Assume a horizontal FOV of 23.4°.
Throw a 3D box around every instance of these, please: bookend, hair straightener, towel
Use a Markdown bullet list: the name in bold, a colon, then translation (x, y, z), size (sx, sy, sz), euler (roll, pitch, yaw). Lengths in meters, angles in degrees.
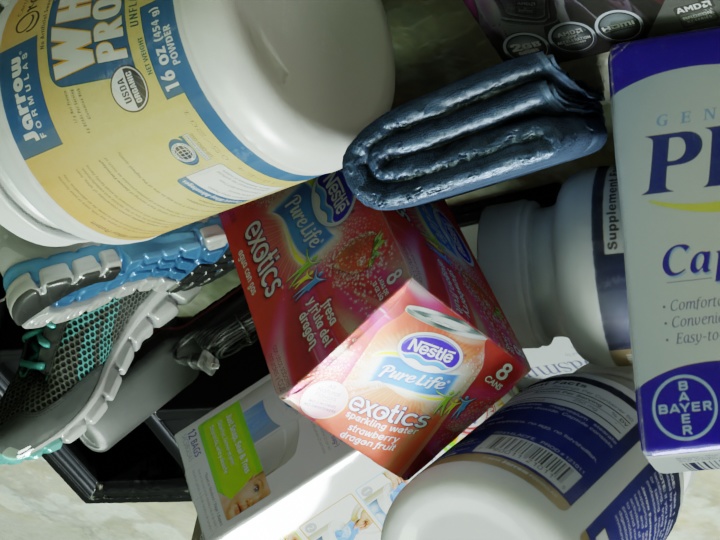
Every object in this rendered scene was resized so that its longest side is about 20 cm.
- **bookend**: translation (-0.134, 0.072, 1.186), size (0.199, 0.092, 0.199), euler (-4, 144, 20)
- **hair straightener**: translation (-0.091, 0.051, 1.088), size (0.199, 0.077, 0.041), euler (-30, 116, -9)
- **towel**: translation (0.061, -0.067, 0.859), size (0.111, 0.049, 0.200), euler (-18, -179, 14)

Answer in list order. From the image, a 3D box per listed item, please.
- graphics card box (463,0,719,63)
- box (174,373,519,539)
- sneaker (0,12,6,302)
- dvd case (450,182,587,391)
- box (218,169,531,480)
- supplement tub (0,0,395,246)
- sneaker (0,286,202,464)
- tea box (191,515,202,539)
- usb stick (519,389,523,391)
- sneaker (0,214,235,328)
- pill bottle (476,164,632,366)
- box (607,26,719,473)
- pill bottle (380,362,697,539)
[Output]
- **graphics card box**: translation (0.084, -0.179, 0.787), size (0.125, 0.051, 0.200), euler (-10, 142, 28)
- **box**: translation (0.002, 0.110, 1.067), size (0.200, 0.113, 0.101), euler (-32, 125, 4)
- **sneaker**: translation (-0.226, -0.072, 0.986), size (0.074, 0.107, 0.200), euler (-2, 145, 19)
- **dvd case**: translation (0.108, 0.021, 1.107), size (0.142, 0.018, 0.200), euler (-13, 140, 31)
- **box**: translation (0.000, 0.000, 0.931), size (0.095, 0.200, 0.100), euler (-42, 126, 15)
- **supplement tub**: translation (-0.099, -0.096, 0.879), size (0.199, 0.145, 0.145), euler (-18, 137, 36)
- **sneaker**: translation (-0.177, 0.027, 1.059), size (0.077, 0.200, 0.091), euler (-3, 134, 48)
- **tea box**: translation (-0.014, 0.216, 1.268), size (0.196, 0.201, 0.134), euler (-10, 142, 31)
- **usb stick**: translation (0.033, 0.115, 1.162), size (0.199, 0.033, 0.056), euler (-8, 126, -9)
- **sneaker**: translation (-0.130, -0.032, 1.015), size (0.200, 0.087, 0.075), euler (-12, 157, -46)
- **pill bottle**: translation (0.170, -0.005, 0.954), size (0.199, 0.111, 0.111), euler (-6, 143, 17)
- **box**: translation (0.218, -0.014, 0.825), size (0.183, 0.201, 0.105), euler (-7, 167, 15)
- **pill bottle**: translation (0.105, 0.123, 0.933), size (0.115, 0.200, 0.116), euler (11, 112, 29)
